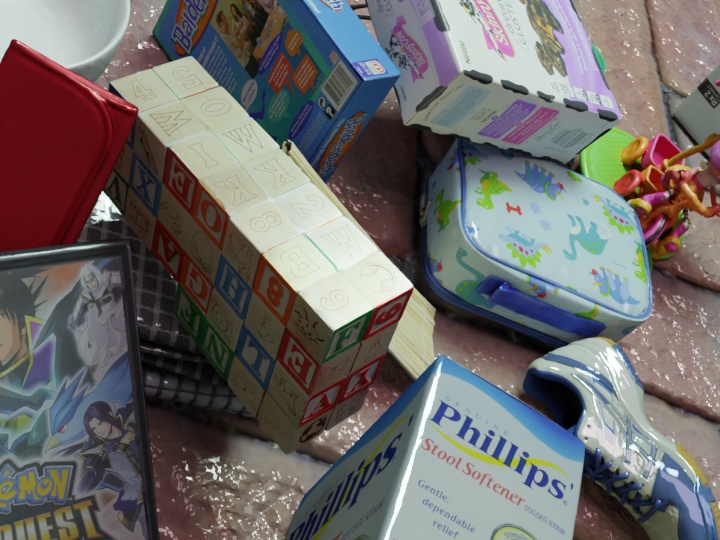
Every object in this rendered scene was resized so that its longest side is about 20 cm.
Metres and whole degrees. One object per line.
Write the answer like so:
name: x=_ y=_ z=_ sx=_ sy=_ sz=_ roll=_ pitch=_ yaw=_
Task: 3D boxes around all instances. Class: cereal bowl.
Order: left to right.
cereal bowl: x=-0.269 y=-0.187 z=0.767 sx=0.199 sy=0.083 sz=0.201 roll=19 pitch=46 yaw=-20

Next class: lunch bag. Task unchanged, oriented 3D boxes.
lunch bag: x=0.147 y=-0.019 z=0.914 sx=0.199 sy=0.083 sz=0.162 roll=21 pitch=44 yaw=-19

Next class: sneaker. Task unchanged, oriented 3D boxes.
sneaker: x=0.193 y=0.147 z=0.825 sx=0.087 sy=0.076 sz=0.201 roll=-11 pitch=54 yaw=-27

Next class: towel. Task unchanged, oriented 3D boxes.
towel: x=-0.122 y=-0.014 z=0.721 sx=0.164 sy=0.086 sz=0.201 roll=16 pitch=47 yaw=-22

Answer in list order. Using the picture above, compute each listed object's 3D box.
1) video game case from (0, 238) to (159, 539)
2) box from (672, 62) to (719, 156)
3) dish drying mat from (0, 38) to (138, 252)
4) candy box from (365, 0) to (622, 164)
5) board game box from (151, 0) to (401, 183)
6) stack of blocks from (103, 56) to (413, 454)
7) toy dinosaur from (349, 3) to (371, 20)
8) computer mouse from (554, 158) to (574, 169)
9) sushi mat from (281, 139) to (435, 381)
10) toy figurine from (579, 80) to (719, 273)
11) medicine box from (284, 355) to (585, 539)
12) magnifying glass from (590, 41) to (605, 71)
video game case: x=-0.201 y=0.085 z=0.549 sx=0.199 sy=0.025 sz=0.183 roll=-10 pitch=98 yaw=-39
box: x=0.512 y=-0.168 z=1.260 sx=0.199 sy=0.131 sz=0.200 roll=-19 pitch=67 yaw=-43
dish drying mat: x=-0.199 y=-0.020 z=0.596 sx=0.076 sy=0.201 sz=0.018 roll=28 pitch=17 yaw=-9
candy box: x=0.106 y=-0.190 z=0.894 sx=0.199 sy=0.071 sz=0.169 roll=6 pitch=58 yaw=-40
board game box: x=-0.072 y=-0.170 z=0.839 sx=0.045 sy=0.152 sz=0.201 roll=-19 pitch=67 yaw=-44
stack of blocks: x=-0.069 y=-0.011 z=0.612 sx=0.058 sy=0.116 sz=0.200 roll=-26 pitch=63 yaw=-35
toy dinosaur: x=-0.077 y=-0.189 z=0.937 sx=0.198 sy=0.105 sz=0.183 roll=-5 pitch=61 yaw=3
computer mouse: x=0.170 y=-0.153 z=1.044 sx=0.141 sy=0.046 sz=0.201 roll=57 pitch=39 yaw=-33
sushi mat: x=0.000 y=0.000 z=0.774 sx=0.200 sy=0.012 sz=0.096 roll=49 pitch=29 yaw=-35
toy figurine: x=0.318 y=-0.100 z=1.013 sx=0.150 sy=0.184 sz=0.201 roll=40 pitch=46 yaw=-14
medicine box: x=0.017 y=0.182 z=0.577 sx=0.102 sy=0.182 sz=0.201 roll=31 pitch=43 yaw=-8
magnifying glass: x=0.190 y=-0.270 z=1.207 sx=0.199 sy=0.022 sz=0.080 roll=29 pitch=43 yaw=-14
